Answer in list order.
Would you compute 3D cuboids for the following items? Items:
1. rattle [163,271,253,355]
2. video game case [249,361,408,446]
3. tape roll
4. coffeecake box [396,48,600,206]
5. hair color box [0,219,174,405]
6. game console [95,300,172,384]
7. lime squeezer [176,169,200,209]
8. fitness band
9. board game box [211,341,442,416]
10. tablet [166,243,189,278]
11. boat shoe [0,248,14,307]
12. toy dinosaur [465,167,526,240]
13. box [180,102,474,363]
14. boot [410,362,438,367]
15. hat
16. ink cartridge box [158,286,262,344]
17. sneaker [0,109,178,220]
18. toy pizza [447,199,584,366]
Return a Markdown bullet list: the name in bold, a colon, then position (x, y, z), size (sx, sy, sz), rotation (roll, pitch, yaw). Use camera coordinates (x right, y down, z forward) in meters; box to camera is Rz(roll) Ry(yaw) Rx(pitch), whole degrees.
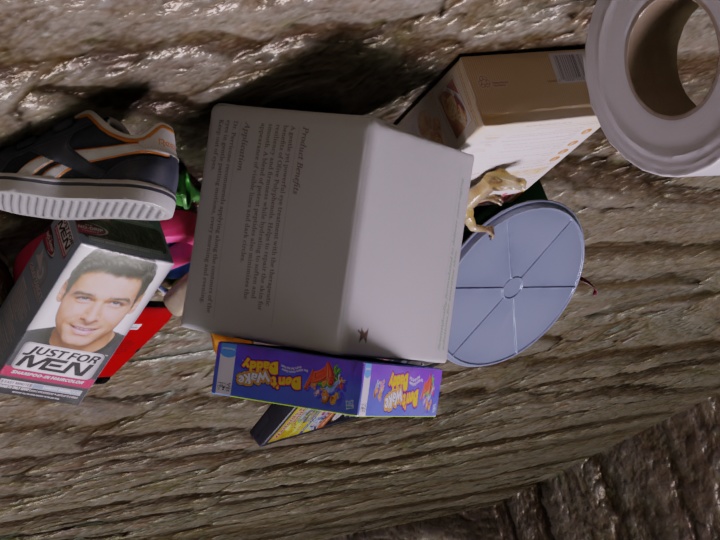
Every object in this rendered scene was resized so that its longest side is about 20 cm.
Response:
- **rattle**: position (-0.082, 0.005, 1.698), size (0.200, 0.143, 0.130), rotation (-37, 163, 9)
- **video game case**: position (-0.003, 0.096, 1.813), size (0.180, 0.026, 0.200), rotation (-10, 145, -55)
- **tape roll**: position (0.281, -0.179, 1.465), size (0.070, 0.204, 0.202), rotation (-5, 160, -39)
- **coffeecake box**: position (0.122, -0.130, 1.680), size (0.153, 0.074, 0.200), rotation (-8, 161, -30)
- **hair color box**: position (-0.266, 0.033, 1.627), size (0.098, 0.061, 0.200), rotation (12, 128, -36)
- **game console**: position (-0.317, 0.056, 1.823), size (0.172, 0.119, 0.200), rotation (-44, 168, 10)
- **lime squeezer**: position (-0.185, -0.070, 1.617), size (0.070, 0.038, 0.199), rotation (-29, 161, 34)
- **fitness band**: position (-0.241, -0.012, 1.705), size (0.199, 0.038, 0.144), rotation (-9, 161, -31)
- **board game box**: position (-0.025, 0.095, 1.525), size (0.134, 0.045, 0.200), rotation (7, 178, 22)
- **tablet**: position (-0.206, -0.026, 1.782), size (0.130, 0.014, 0.199), rotation (-28, 160, 31)
- **boat shoe**: position (-0.367, 0.002, 1.603), size (0.072, 0.068, 0.200), rotation (-21, 163, 12)
- **toy dinosaur**: position (0.069, -0.048, 1.701), size (0.199, 0.058, 0.101), rotation (-27, 148, 7)
- **box**: position (-0.025, -0.029, 1.543), size (0.170, 0.201, 0.200), rotation (7, 179, 31)
- **boot**: position (0.031, 0.064, 2.094), size (0.067, 0.132, 0.199), rotation (-6, 175, 41)
- **hat**: position (0.186, -0.007, 1.884), size (0.200, 0.177, 0.165), rotation (-39, -174, -29)
- **ink cartridge box**: position (-0.115, 0.047, 1.877), size (0.068, 0.199, 0.116), rotation (-58, 173, -2)
- **sneaker**: position (-0.236, -0.086, 1.459), size (0.199, 0.080, 0.078), rotation (3, 166, 23)
- **toy pizza**: position (0.149, 0.011, 1.820), size (0.199, 0.032, 0.201), rotation (-22, 133, -26)
